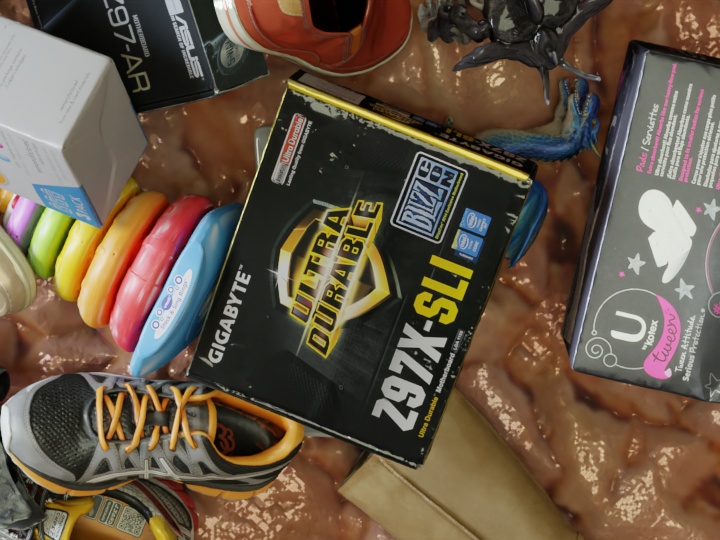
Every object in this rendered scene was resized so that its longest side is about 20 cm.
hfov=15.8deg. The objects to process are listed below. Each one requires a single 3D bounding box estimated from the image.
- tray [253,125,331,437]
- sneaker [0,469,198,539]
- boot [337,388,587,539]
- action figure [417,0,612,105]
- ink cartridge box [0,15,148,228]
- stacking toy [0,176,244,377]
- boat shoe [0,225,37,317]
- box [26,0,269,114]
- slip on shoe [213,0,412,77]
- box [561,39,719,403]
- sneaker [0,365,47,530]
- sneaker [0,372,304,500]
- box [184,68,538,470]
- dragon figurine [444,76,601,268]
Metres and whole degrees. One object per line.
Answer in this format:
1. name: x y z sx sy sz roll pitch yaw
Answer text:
1. tray: -0.012 0.007 1.642 0.107 0.022 0.201 2 101 33
2. sneaker: -0.200 0.142 1.643 0.199 0.082 0.078 14 99 -3
3. boot: 0.062 0.198 1.675 0.200 0.066 0.175 43 83 -9
4. action figure: 0.085 -0.191 1.597 0.119 0.102 0.201 -25 83 0
5. ink cartridge box: -0.237 -0.108 1.551 0.199 0.115 0.068 22 71 16
6. stacking toy: -0.179 -0.029 1.619 0.200 0.110 0.116 29 101 6
7. boat shoe: -0.291 -0.027 1.600 0.200 0.072 0.065 36 52 3
8. box: -0.147 -0.195 1.560 0.043 0.160 0.201 -25 103 -39
9. slip on shoe: -0.014 -0.158 1.553 0.061 0.200 0.074 -12 84 27
10. box: 0.199 -0.033 1.608 0.114 0.132 0.201 14 98 -1
11. sneaker: -0.264 0.070 1.614 0.104 0.060 0.201 -13 75 4
12. sneaker: -0.126 0.096 1.607 0.199 0.077 0.079 5 70 -29
13. box: 0.000 0.000 1.574 0.159 0.049 0.201 22 107 2
14. dragon figurine: 0.086 -0.035 1.635 0.099 0.059 0.201 20 91 2
